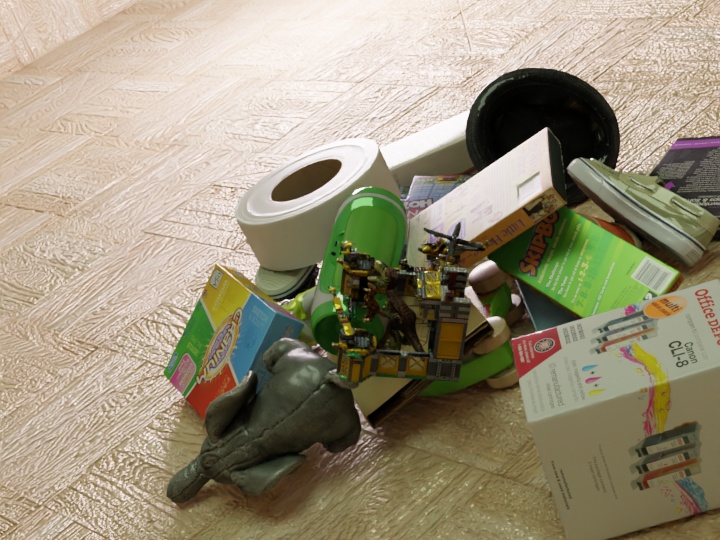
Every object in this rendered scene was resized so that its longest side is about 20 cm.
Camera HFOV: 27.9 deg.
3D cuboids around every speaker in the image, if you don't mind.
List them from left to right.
[{"bbox_3d":[0.000,0.000,1.614,0.088,0.089,0.200,-10,42,23],"label":"speaker"}]

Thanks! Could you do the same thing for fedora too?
[{"bbox_3d":[0.230,-0.163,1.872,0.200,0.201,0.092,-25,-8,-8],"label":"fedora"}]

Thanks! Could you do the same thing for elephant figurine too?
[{"bbox_3d":[-0.104,0.172,1.488,0.200,0.156,0.141,-33,47,-18],"label":"elephant figurine"}]

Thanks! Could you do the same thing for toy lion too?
[{"bbox_3d":[0.085,0.075,1.608,0.191,0.069,0.200,-22,25,16],"label":"toy lion"}]

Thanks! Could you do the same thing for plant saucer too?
[{"bbox_3d":[0.215,0.045,1.586,0.070,0.019,0.200,-3,26,-3],"label":"plant saucer"}]

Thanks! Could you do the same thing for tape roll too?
[{"bbox_3d":[-0.054,-0.083,1.798,0.202,0.071,0.203,-22,24,11],"label":"tape roll"}]

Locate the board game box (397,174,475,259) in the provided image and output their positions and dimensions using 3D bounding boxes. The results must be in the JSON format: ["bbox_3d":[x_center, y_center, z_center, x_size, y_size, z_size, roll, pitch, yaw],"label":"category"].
[{"bbox_3d":[0.058,-0.046,1.811,0.199,0.062,0.200,0,31,12],"label":"board game box"}]

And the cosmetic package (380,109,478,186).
[{"bbox_3d":[0.103,-0.139,1.970,0.199,0.088,0.103,-23,23,-1],"label":"cosmetic package"}]

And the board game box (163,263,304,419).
[{"bbox_3d":[-0.150,0.092,1.674,0.153,0.040,0.200,-64,30,4],"label":"board game box"}]

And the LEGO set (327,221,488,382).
[{"bbox_3d":[0.043,0.017,1.444,0.153,0.116,0.200,9,35,4],"label":"LEGO set"}]

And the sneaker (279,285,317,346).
[{"bbox_3d":[-0.059,0.048,1.727,0.199,0.076,0.105,-29,20,8],"label":"sneaker"}]

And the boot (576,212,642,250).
[{"bbox_3d":[0.232,-0.038,1.682,0.107,0.075,0.200,4,9,-37],"label":"boot"}]

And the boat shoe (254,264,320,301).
[{"bbox_3d":[-0.086,0.007,1.833,0.074,0.063,0.200,-10,14,7],"label":"boat shoe"}]

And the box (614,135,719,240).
[{"bbox_3d":[0.406,-0.101,1.720,0.143,0.036,0.200,0,31,39],"label":"box"}]

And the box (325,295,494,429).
[{"bbox_3d":[0.048,0.074,1.568,0.163,0.021,0.200,-39,24,2],"label":"box"}]

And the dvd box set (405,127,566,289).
[{"bbox_3d":[0.136,-0.064,1.601,0.200,0.029,0.147,-34,23,21],"label":"dvd box set"}]

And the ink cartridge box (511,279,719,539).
[{"bbox_3d":[0.252,0.123,1.274,0.199,0.145,0.145,-17,25,8],"label":"ink cartridge box"}]

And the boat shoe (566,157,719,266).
[{"bbox_3d":[0.320,-0.078,1.642,0.062,0.072,0.200,-50,57,0],"label":"boat shoe"}]

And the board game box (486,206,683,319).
[{"bbox_3d":[0.235,-0.003,1.546,0.200,0.030,0.096,34,84,31],"label":"board game box"}]
